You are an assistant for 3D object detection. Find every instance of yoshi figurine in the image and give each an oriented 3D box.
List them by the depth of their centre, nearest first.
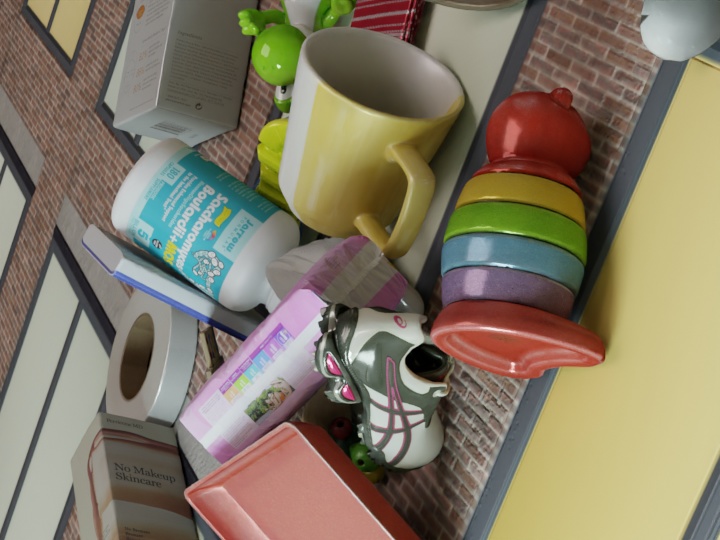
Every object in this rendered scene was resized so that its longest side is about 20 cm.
[{"bbox_3d":[-0.065,-0.264,1.627,0.112,0.112,0.201,-17,64,60],"label":"yoshi figurine"}]

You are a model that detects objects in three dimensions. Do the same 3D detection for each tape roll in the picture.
[{"bbox_3d":[-0.250,0.106,1.891,0.203,0.037,0.204,-38,45,52],"label":"tape roll"}]

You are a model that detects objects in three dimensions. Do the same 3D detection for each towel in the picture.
[{"bbox_3d":[0.033,-0.272,1.542,0.145,0.022,0.201,11,85,66],"label":"towel"}]

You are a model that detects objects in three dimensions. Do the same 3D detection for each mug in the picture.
[{"bbox_3d":[-0.006,-0.103,1.397,0.187,0.149,0.154,-72,4,-57],"label":"mug"}]

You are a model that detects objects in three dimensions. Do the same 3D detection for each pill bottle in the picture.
[{"bbox_3d":[-0.137,-0.035,1.560,0.111,0.200,0.111,-54,-9,-13],"label":"pill bottle"}]

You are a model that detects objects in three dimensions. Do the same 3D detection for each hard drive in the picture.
[{"bbox_3d":[-0.178,0.021,1.607,0.025,0.200,0.132,-60,28,2],"label":"hard drive"}]

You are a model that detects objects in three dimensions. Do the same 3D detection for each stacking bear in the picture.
[{"bbox_3d":[0.120,-0.036,1.168,0.121,0.113,0.201,-19,56,59],"label":"stacking bear"}]

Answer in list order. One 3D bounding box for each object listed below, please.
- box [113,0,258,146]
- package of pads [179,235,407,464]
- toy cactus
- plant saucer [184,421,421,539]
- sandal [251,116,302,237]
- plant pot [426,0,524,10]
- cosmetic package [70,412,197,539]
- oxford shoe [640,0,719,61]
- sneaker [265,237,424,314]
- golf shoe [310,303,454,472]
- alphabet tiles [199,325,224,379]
[{"bbox_3d":[-0.209,-0.266,1.914,0.152,0.106,0.201,-9,70,62],"label":"box"},{"bbox_3d":[-0.055,0.068,1.331,0.200,0.076,0.120,-47,-4,33],"label":"package of pads"},{"bbox_3d":[-0.044,0.166,1.417,0.200,0.102,0.166,127,156,-53],"label":"toy cactus"},{"bbox_3d":[-0.029,0.216,1.287,0.037,0.200,0.200,-45,4,-39],"label":"plant saucer"},{"bbox_3d":[-0.074,-0.084,1.620,0.087,0.079,0.200,-49,-10,-50],"label":"sandal"},{"bbox_3d":[0.087,-0.344,1.316,0.200,0.200,0.174,-12,51,61],"label":"plant pot"},{"bbox_3d":[-0.248,0.261,1.740,0.087,0.103,0.200,-58,33,28],"label":"cosmetic package"},{"bbox_3d":[0.250,-0.236,1.075,0.071,0.071,0.201,-67,1,-70],"label":"oxford shoe"},{"bbox_3d":[0.000,0.000,1.432,0.088,0.075,0.200,-39,32,-26],"label":"sneaker"},{"bbox_3d":[0.036,0.096,1.219,0.088,0.200,0.077,-7,56,21],"label":"golf shoe"},{"bbox_3d":[-0.127,0.137,1.531,0.200,0.006,0.167,-151,47,-88],"label":"alphabet tiles"}]
